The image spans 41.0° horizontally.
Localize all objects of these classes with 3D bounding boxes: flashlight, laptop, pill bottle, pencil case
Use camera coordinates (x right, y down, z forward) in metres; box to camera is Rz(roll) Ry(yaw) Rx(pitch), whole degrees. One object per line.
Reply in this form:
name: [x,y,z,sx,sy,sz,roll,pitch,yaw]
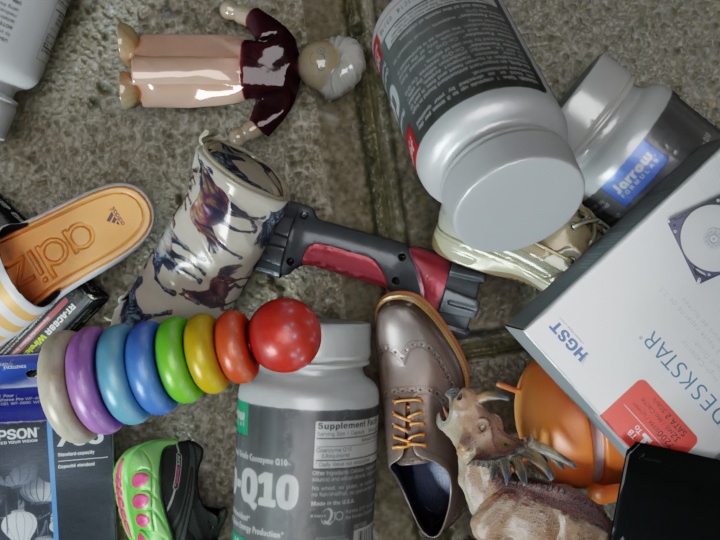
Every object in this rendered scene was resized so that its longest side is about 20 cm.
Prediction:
flashlight: [0.000,0.000,0.794,0.200,0.068,0.068,14,133,2]
laptop: [0.235,0.229,0.659,0.177,0.200,0.103,13,48,1]
pill bottle: [-0.294,-0.213,0.763,0.113,0.113,0.200,20,90,-1]
pill bottle: [0.085,-0.119,0.722,0.114,0.114,0.200,-16,53,-1]
pencil case: [-0.128,-0.009,0.750,0.089,0.078,0.200,30,114,-4]
pill bottle: [-0.043,0.139,0.767,0.113,0.113,0.200,2,89,-1]
pill bottle: [0.240,-0.075,0.770,0.200,0.114,0.114,37,90,-1]

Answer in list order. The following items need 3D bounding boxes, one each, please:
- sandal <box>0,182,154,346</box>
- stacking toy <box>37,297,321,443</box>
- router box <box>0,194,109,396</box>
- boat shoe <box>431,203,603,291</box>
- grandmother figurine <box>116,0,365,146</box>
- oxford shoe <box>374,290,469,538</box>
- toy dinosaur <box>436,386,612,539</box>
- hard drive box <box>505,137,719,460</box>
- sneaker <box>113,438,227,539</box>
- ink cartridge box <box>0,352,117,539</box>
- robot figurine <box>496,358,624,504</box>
sandal: [-0.253,-0.006,0.727,0.207,0.059,0.079,-35,91,-6]
stacking toy: [-0.125,0.066,0.699,0.200,0.085,0.085,-13,90,8]
router box: [-0.330,0.041,0.788,0.150,0.062,0.200,44,90,-1]
boat shoe: [0.157,-0.021,0.756,0.200,0.072,0.065,18,116,12]
grandmother figurine: [-0.095,-0.163,0.794,0.200,0.061,0.121,-3,99,2]
oxford shoe: [0.050,0.115,0.762,0.071,0.073,0.200,-11,105,22]
toy dinosaur: [0.136,0.181,0.717,0.200,0.086,0.136,25,109,-12]
hard drive box: [0.230,0.030,0.675,0.200,0.077,0.156,-43,90,-1]
sneaker: [-0.142,0.230,0.781,0.084,0.077,0.200,-16,111,-38]
ink cartridge box: [-0.246,0.164,0.768,0.099,0.039,0.200,-3,104,-15]
robot figurine: [0.211,0.108,0.769,0.200,0.144,0.117,-10,59,-1]
